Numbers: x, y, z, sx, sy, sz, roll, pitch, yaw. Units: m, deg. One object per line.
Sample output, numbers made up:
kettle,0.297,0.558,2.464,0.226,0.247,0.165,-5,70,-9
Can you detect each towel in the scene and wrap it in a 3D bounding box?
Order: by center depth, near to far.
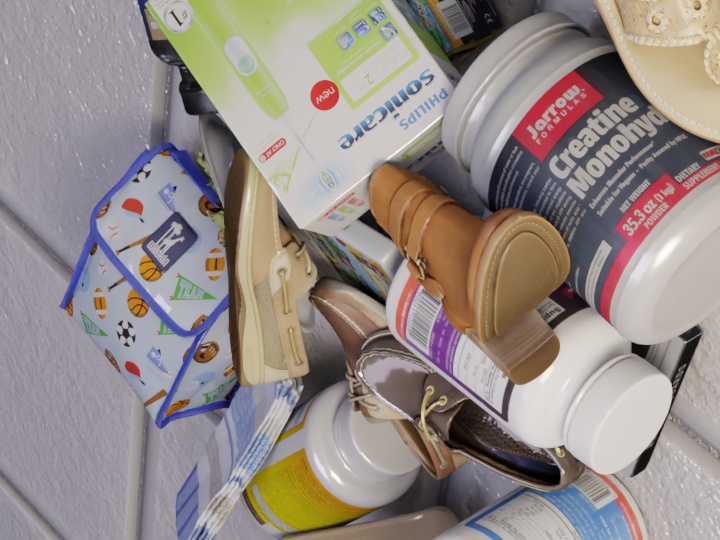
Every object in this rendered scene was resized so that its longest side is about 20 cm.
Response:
towel,-0.110,0.149,1.949,0.201,0.024,0.147,-59,17,17

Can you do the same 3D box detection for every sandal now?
sandal,0.189,-0.173,1.409,0.212,0.077,0.070,56,171,20

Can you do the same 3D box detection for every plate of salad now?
plate of salad,-0.092,-0.037,1.831,0.201,0.048,0.200,62,-171,-18

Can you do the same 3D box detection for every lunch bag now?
lunch bag,-0.163,0.010,1.994,0.170,0.123,0.201,48,130,23

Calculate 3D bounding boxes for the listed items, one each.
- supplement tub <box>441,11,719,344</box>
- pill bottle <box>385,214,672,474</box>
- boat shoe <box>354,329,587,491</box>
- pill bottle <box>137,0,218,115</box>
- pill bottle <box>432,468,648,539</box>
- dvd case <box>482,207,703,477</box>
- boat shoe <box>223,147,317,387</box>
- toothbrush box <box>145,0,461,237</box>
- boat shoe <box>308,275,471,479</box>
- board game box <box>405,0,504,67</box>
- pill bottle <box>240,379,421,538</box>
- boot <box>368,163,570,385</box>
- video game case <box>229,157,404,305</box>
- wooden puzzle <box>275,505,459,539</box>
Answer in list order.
supplement tub,0.162,-0.062,1.475,0.200,0.140,0.141,45,142,26
pill bottle,0.121,0.055,1.592,0.200,0.111,0.112,38,139,33
boat shoe,0.079,0.104,1.671,0.199,0.059,0.072,25,123,17
pill bottle,-0.125,-0.231,1.784,0.111,0.111,0.201,5,115,52
pill bottle,0.113,0.230,1.682,0.112,0.199,0.113,33,136,38
dvd case,0.156,0.036,1.654,0.200,0.025,0.151,44,141,27
boat shoe,-0.067,-0.005,1.704,0.071,0.064,0.201,-109,16,-55
toothbrush box,-0.031,-0.148,1.568,0.145,0.086,0.201,-37,79,11
boat shoe,0.026,0.087,1.757,0.200,0.072,0.076,47,168,-20
board game box,0.002,-0.224,1.665,0.201,0.056,0.165,61,149,4
pill bottle,-0.019,0.158,1.899,0.110,0.109,0.200,61,147,4
boot,0.066,-0.023,1.469,0.155,0.077,0.200,50,175,25
video game case,0.000,0.000,1.759,0.182,0.023,0.200,33,167,38
wooden puzzle,0.038,0.283,1.909,0.199,0.046,0.186,-18,112,36
